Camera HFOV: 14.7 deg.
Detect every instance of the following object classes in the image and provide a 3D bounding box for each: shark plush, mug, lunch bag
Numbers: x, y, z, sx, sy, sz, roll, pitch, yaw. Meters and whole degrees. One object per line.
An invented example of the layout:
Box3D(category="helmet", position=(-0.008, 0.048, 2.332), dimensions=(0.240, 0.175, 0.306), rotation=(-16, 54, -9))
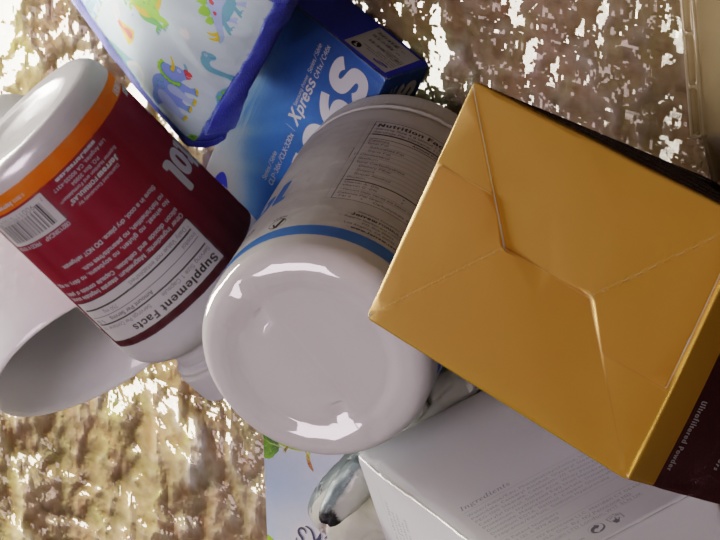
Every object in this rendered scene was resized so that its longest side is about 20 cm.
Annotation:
Box3D(category="shark plush", position=(0.030, 0.077, 1.596), dimensions=(0.200, 0.091, 0.083), rotation=(-68, 23, 18))
Box3D(category="mug", position=(-0.199, -0.034, 1.779), dimensions=(0.176, 0.147, 0.200), rotation=(58, 137, 22))
Box3D(category="lunch bag", position=(-0.097, -0.195, 1.619), dimensions=(0.200, 0.127, 0.170), rotation=(69, 153, 22))

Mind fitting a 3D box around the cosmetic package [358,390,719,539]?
Box3D(category="cosmetic package", position=(0.115, 0.188, 1.506), dimensions=(0.200, 0.123, 0.200), rotation=(31, 143, 59))

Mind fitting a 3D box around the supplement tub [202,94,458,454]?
Box3D(category="supplement tub", position=(0.000, 0.000, 1.561), dimensions=(0.132, 0.200, 0.132), rotation=(7, 120, 13))

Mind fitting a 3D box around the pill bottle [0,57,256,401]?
Box3D(category="pill bottle", position=(-0.130, -0.020, 1.651), dimensions=(0.200, 0.113, 0.113), rotation=(46, 136, -19))

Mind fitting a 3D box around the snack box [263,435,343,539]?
Box3D(category="snack box", position=(0.036, 0.148, 1.690), dimensions=(0.200, 0.068, 0.169), rotation=(11, 109, 39))

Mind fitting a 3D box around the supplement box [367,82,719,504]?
Box3D(category="supplement box", position=(0.155, 0.022, 1.401), dimensions=(0.197, 0.200, 0.133), rotation=(31, 99, 43))

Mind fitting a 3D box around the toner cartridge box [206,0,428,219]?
Box3D(category="toner cartridge box", position=(-0.038, -0.068, 1.700), dimensions=(0.095, 0.043, 0.200), rotation=(41, 127, 25))

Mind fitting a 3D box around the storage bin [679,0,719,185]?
Box3D(category="storage bin", position=(0.264, -0.142, 1.381), dimensions=(0.200, 0.094, 0.199), rotation=(5, 108, 39))
